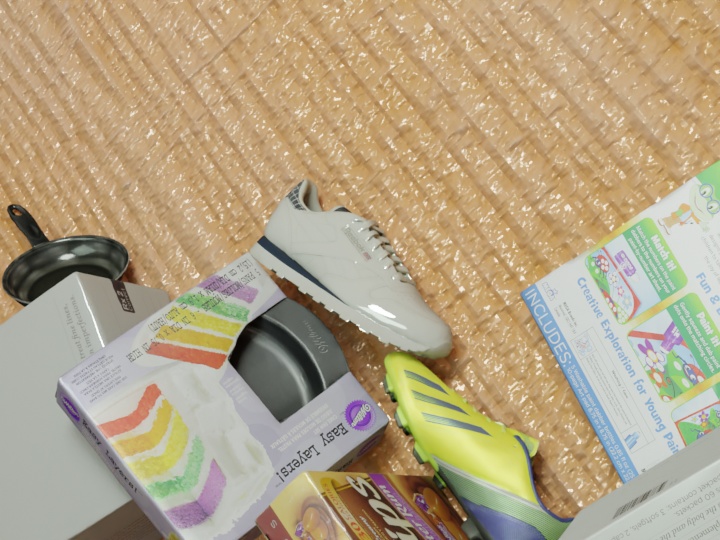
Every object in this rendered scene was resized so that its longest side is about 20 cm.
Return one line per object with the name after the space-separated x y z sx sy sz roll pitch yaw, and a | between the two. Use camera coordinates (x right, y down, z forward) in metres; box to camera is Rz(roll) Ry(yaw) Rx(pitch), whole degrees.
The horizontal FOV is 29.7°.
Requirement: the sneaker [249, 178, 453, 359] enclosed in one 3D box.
0.000 0.000 1.078 0.199 0.076 0.081 33 89 28 | sneaker

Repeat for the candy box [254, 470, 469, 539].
0.024 0.203 0.953 0.056 0.200 0.117 -46 64 16 | candy box

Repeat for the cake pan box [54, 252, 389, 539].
-0.102 0.106 1.047 0.199 0.052 0.185 -33 76 -27 | cake pan box

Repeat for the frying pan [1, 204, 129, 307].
-0.291 -0.005 1.232 0.189 0.115 0.031 16 128 33 | frying pan

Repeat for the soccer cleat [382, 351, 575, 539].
0.087 0.135 1.017 0.083 0.065 0.201 -35 64 0 | soccer cleat

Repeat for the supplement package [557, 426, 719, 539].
0.236 0.214 0.835 0.151 0.150 0.201 -35 82 19 | supplement package

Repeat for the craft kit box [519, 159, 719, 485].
0.241 0.047 0.948 0.197 0.048 0.201 -36 67 23 | craft kit box

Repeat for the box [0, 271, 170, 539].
-0.239 0.141 1.153 0.199 0.130 0.200 -32 68 21 | box
